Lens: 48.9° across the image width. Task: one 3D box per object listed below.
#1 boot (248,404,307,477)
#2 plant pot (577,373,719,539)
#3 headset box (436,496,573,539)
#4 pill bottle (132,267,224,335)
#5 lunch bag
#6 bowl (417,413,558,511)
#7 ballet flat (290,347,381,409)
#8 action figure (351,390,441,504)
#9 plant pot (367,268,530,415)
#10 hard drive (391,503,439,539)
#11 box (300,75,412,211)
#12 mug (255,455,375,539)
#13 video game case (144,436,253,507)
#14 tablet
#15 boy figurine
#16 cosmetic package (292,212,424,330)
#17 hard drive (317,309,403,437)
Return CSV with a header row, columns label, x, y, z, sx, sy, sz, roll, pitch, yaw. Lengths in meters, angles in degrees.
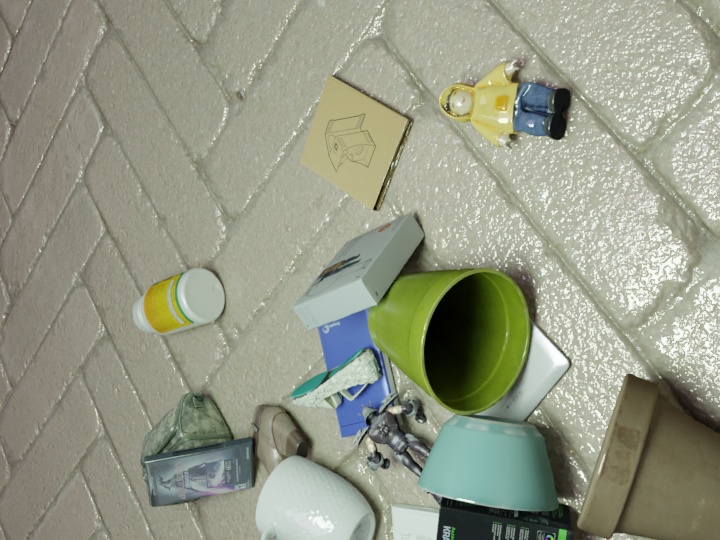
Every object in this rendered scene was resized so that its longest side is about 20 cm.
label,x,y,z,sx,sy,sz,roll,pitch,yaw
boot,-0.161,0.357,1.487,0.145,0.069,0.204,23,105,44
plant pot,0.373,0.247,0.955,0.172,0.200,0.204,18,104,20
headset box,0.201,0.415,1.112,0.195,0.093,0.178,8,97,10
pill bottle,-0.379,0.070,1.626,0.198,0.112,0.115,-18,80,40
lunch bag,-0.360,0.362,1.611,0.200,0.138,0.170,-45,53,33
bowl,0.182,0.261,1.108,0.198,0.199,0.108,1,81,40
ballet flat,-0.042,0.199,1.341,0.199,0.071,0.073,-34,70,37
action figure,0.071,0.282,1.265,0.199,0.069,0.131,39,100,22
plant pot,0.112,0.083,1.163,0.192,0.197,0.205,17,103,56
hard drive,0.113,0.487,1.276,0.130,0.026,0.205,-5,87,40
box,-0.013,-0.219,1.359,0.199,0.021,0.166,36,114,33
mug,-0.082,0.427,1.331,0.173,0.199,0.151,17,118,31
video game case,-0.301,0.381,1.496,0.019,0.196,0.145,-114,22,-45
tablet,0.212,0.163,1.187,0.130,0.014,0.202,49,120,29
boy figurine,0.203,-0.244,1.147,0.197,0.064,0.127,18,106,35
cosmetic package,0.000,0.000,1.246,0.149,0.201,0.052,-21,111,37
hard drive,-0.003,0.175,1.364,0.130,0.025,0.204,-20,79,40
